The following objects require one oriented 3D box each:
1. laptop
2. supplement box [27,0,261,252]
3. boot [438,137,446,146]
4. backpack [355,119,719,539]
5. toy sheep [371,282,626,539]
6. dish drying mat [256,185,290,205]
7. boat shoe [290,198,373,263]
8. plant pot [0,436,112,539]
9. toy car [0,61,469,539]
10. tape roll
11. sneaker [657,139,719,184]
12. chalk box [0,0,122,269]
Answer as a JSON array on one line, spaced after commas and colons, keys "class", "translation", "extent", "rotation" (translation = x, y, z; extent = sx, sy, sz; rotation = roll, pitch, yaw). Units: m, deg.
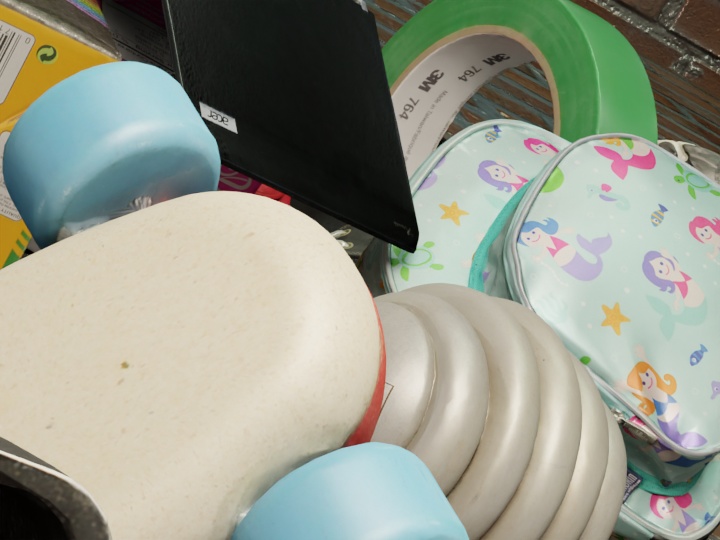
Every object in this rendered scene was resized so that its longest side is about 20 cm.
[{"class": "laptop", "translation": [-0.078, -0.100, 1.086], "extent": [0.199, 0.104, 0.177], "rotation": [19, -3, 34]}, {"class": "supplement box", "translation": [-0.112, -0.087, 1.212], "extent": [0.103, 0.101, 0.200], "rotation": [29, 26, -21]}, {"class": "boot", "translation": [0.035, -0.038, 1.498], "extent": [0.211, 0.080, 0.158], "rotation": [28, 13, -19]}, {"class": "backpack", "translation": [0.093, 0.027, 1.157], "extent": [0.200, 0.151, 0.178], "rotation": [33, 51, 5]}, {"class": "toy sheep", "translation": [0.027, 0.066, 0.992], "extent": [0.200, 0.138, 0.138], "rotation": [25, 14, -42]}, {"class": "dish drying mat", "translation": [-0.062, -0.109, 1.363], "extent": [0.077, 0.018, 0.200], "rotation": [28, 41, -23]}, {"class": "boat shoe", "translation": [0.000, 0.000, 1.296], "extent": [0.067, 0.072, 0.200], "rotation": [21, 19, -40]}, {"class": "plant pot", "translation": [-0.187, 0.067, 0.390], "extent": [0.199, 0.201, 0.177], "rotation": [25, 2, -26]}, {"class": "toy car", "translation": [-0.060, 0.080, 0.772], "extent": [0.185, 0.177, 0.200], "rotation": [55, -5, 32]}, {"class": "tape roll", "translation": [0.063, -0.050, 1.336], "extent": [0.048, 0.201, 0.200], "rotation": [20, 17, -39]}, {"class": "sneaker", "translation": [0.135, -0.010, 1.360], "extent": [0.090, 0.200, 0.079], "rotation": [-1, 68, -42]}, {"class": "chalk box", "translation": [-0.191, -0.092, 1.086], "extent": [0.125, 0.124, 0.200], "rotation": [26, 13, -20]}]
